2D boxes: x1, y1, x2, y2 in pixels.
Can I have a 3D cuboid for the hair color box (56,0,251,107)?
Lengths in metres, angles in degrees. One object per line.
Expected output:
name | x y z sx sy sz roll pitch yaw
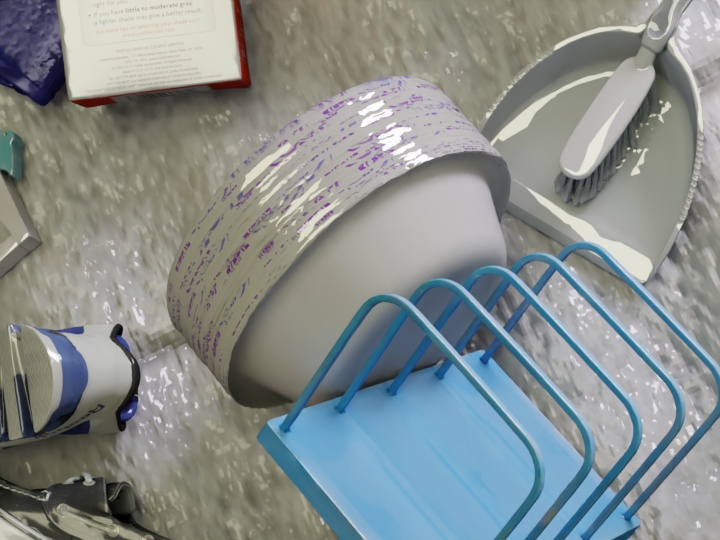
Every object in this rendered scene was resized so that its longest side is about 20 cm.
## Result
hair color box | -0.135 -0.209 1.158 0.110 0.064 0.202 -6 92 2

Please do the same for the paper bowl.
paper bowl | 0.000 0.000 1.027 0.200 0.201 0.104 -42 69 1

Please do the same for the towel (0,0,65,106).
towel | -0.206 -0.220 1.230 0.147 0.050 0.201 34 86 14

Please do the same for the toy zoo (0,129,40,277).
toy zoo | -0.297 -0.021 1.212 0.200 0.020 0.131 -42 69 2

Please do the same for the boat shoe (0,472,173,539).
boat shoe | -0.160 0.152 1.100 0.199 0.072 0.068 26 85 18

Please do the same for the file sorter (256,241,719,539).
file sorter | 0.077 0.075 0.968 0.139 0.199 0.123 47 124 21

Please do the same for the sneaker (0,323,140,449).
sneaker | -0.201 0.076 1.129 0.199 0.115 0.081 -9 81 44

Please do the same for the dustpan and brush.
dustpan and brush | 0.160 -0.111 1.087 0.139 0.057 0.201 32 85 21
